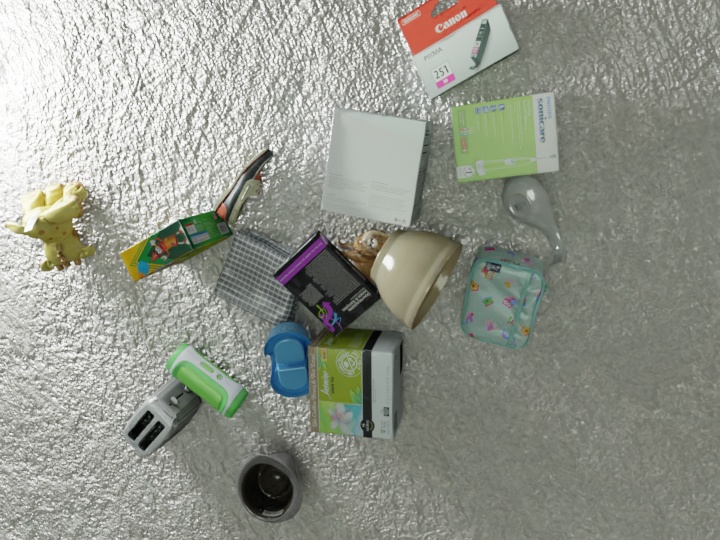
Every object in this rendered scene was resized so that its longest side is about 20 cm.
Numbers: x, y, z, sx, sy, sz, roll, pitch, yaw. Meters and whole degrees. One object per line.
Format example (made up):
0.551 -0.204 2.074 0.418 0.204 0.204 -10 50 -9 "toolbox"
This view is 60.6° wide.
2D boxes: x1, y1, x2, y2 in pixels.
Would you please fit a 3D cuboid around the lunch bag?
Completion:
0.295 0.056 1.267 0.157 0.077 0.204 16 121 15 "lunch bag"

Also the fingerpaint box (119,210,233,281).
-0.402 -0.061 1.363 0.164 0.200 0.074 -25 95 18 "fingerpaint box"

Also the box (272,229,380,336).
-0.071 0.030 1.322 0.142 0.036 0.200 -39 105 23 "box"

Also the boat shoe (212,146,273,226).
-0.250 -0.187 1.367 0.062 0.071 0.200 42 110 -5 "boat shoe"

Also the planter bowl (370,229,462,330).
0.104 0.000 1.267 0.133 0.200 0.203 31 108 15 "planter bowl"

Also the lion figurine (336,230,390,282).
0.000 0.000 1.359 0.120 0.073 0.204 8 119 1 "lion figurine"

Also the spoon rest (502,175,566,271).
0.357 -0.101 1.246 0.099 0.060 0.203 -28 92 49 "spoon rest"

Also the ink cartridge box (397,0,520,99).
0.189 -0.465 1.212 0.197 0.044 0.176 -26 97 17 "ink cartridge box"

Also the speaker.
-0.371 0.267 1.492 0.198 0.088 0.089 37 108 3 "speaker"

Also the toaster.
-0.496 0.367 1.522 0.114 0.129 0.200 45 108 1 "toaster"

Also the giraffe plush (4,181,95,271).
-0.717 -0.091 1.468 0.168 0.202 0.164 -4 131 11 "giraffe plush"

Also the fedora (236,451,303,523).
-0.211 0.514 1.507 0.174 0.090 0.204 22 113 9 "fedora"

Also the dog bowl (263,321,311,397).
-0.158 0.202 1.408 0.109 0.050 0.203 -7 125 -3 "dog bowl"

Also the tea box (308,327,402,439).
-0.007 0.248 1.375 0.192 0.134 0.205 2 104 14 "tea box"

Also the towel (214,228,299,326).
-0.224 0.016 1.399 0.197 0.086 0.168 24 106 7 "towel"

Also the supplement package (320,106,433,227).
0.037 -0.214 1.250 0.187 0.147 0.205 12 105 10 "supplement package"

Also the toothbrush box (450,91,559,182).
0.283 -0.260 1.214 0.195 0.086 0.149 -5 101 15 "toothbrush box"
